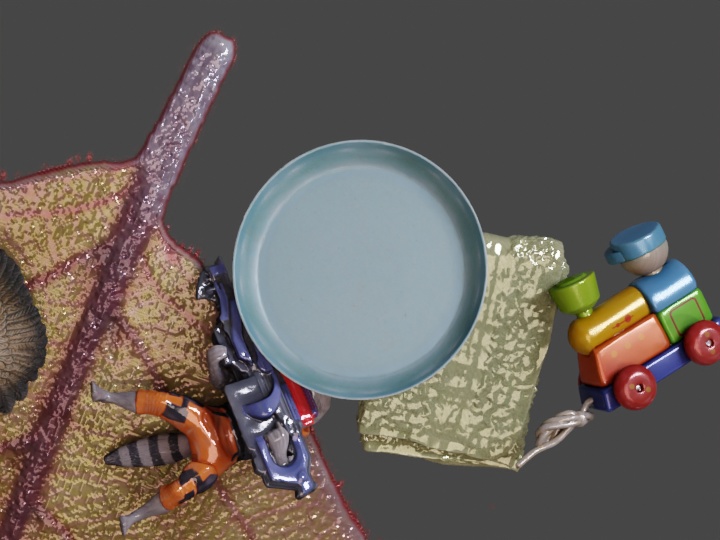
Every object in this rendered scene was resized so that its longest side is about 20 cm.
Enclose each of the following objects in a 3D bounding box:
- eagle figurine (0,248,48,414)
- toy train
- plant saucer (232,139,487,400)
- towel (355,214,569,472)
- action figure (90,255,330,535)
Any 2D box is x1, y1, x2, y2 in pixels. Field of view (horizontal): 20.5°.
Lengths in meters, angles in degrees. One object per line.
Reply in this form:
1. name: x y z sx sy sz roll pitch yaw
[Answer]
1. eagle figurine: -0.321 0.036 1.504 0.151 0.151 0.201 -28 95 -13
2. toy train: 0.182 0.055 1.572 0.199 0.085 0.117 -30 100 -15
3. plant saucer: 0.000 0.000 1.552 0.198 0.027 0.203 0 84 4
4. towel: 0.080 0.061 1.608 0.147 0.037 0.202 10 103 -9
5. action figure: -0.115 0.101 1.581 0.191 0.105 0.202 -13 76 -11
